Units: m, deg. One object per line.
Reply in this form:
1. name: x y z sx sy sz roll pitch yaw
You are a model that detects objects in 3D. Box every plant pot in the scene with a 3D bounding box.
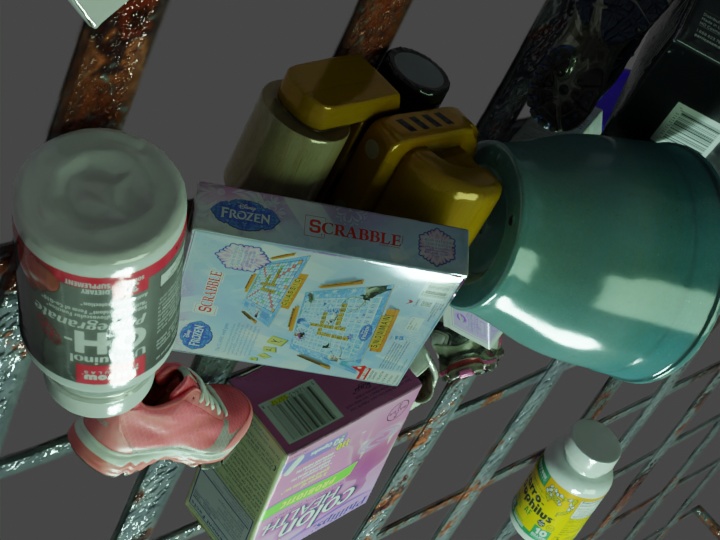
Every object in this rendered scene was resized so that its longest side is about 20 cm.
1. plant pot: 0.164 -0.022 1.219 0.186 0.201 0.201 11 127 -29

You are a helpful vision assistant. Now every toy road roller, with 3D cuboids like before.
1. toy road roller: 0.013 -0.071 1.121 0.199 0.146 0.124 -15 144 -46

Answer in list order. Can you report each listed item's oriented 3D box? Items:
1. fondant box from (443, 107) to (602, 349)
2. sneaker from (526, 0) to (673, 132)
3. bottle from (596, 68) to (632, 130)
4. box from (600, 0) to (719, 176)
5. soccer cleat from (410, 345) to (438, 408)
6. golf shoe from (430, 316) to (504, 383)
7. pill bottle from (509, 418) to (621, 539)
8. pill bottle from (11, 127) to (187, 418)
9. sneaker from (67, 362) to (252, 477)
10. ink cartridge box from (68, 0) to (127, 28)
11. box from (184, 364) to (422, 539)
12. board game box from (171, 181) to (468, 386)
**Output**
1. fondant box: 0.149 -0.048 1.400 0.200 0.058 0.145 -48 151 -27
2. sneaker: 0.215 -0.214 1.311 0.201 0.077 0.085 -54 170 19
3. bottle: 0.251 -0.116 1.521 0.083 0.065 0.201 -37 155 -16
4. box: 0.314 -0.195 1.283 0.200 0.122 0.200 -63 180 -23
5. soccer cleat: 0.047 0.115 1.568 0.069 0.078 0.200 -38 156 -9
6. golf shoe: 0.107 0.060 1.573 0.072 0.093 0.200 -15 179 3
7. pill bottle: 0.312 0.320 2.278 0.112 0.113 0.201 -19 147 -42
8. pill bottle: -0.174 0.011 1.009 0.110 0.111 0.201 -29 153 -28
9. sneaker: -0.149 0.117 1.271 0.199 0.074 0.087 -6 136 -54
10. ink cartridge box: -0.120 -0.224 0.685 0.199 0.129 0.125 -40 156 -4
11. box: -0.058 0.171 1.474 0.175 0.097 0.201 -23 150 -38
12. board game box: -0.041 0.016 1.129 0.197 0.042 0.200 10 151 -11
